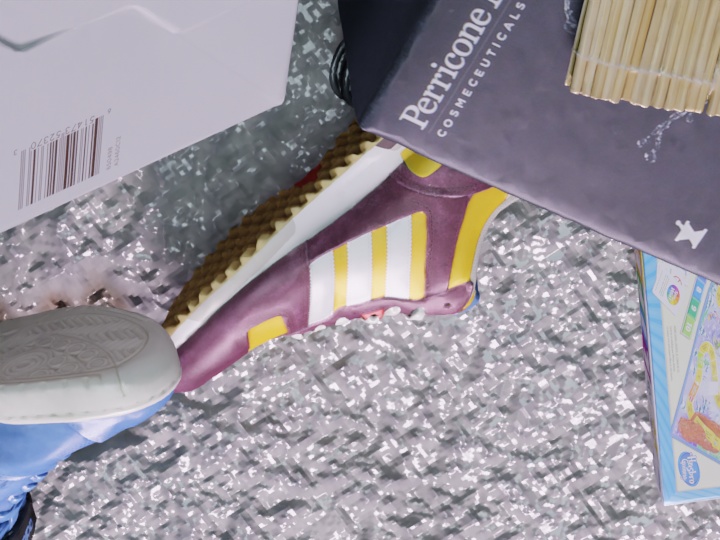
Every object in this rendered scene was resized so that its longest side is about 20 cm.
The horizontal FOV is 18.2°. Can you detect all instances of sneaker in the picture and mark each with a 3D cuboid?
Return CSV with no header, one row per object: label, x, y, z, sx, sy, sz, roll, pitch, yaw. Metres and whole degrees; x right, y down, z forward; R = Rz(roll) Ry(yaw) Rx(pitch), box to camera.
sneaker,0.000,0.000,0.936,0.200,0.075,0.090,-41,103,17
sneaker,-0.149,0.085,0.953,0.199,0.077,0.112,-11,113,25

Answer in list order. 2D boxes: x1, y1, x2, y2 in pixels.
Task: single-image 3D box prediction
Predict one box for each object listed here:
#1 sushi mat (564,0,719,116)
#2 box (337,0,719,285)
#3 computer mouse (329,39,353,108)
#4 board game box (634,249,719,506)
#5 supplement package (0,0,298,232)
sushi mat,0.130,-0.139,0.710,0.095,0.012,0.201,5,121,-10
box,0.123,-0.116,0.802,0.199,0.118,0.197,22,118,-17
computer mouse,-0.045,-0.158,0.882,0.199,0.044,0.110,33,111,-14
board game box,0.184,-0.002,0.958,0.133,0.034,0.201,-6,113,3
supplement package,-0.125,-0.108,0.739,0.199,0.111,0.156,-27,145,-33
